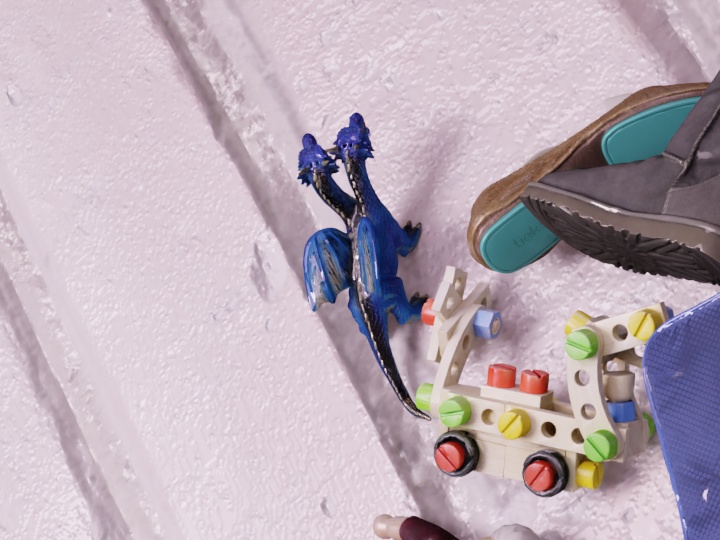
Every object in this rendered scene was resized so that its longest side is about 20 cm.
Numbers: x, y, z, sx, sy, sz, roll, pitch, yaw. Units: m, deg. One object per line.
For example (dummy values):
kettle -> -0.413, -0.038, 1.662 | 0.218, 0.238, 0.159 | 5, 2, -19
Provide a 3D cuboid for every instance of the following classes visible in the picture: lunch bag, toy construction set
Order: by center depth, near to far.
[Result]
lunch bag -> 0.258, 0.092, 1.299 | 0.136, 0.132, 0.201 | -30, 59, 38
toy construction set -> 0.106, 0.066, 1.424 | 0.199, 0.092, 0.132 | 15, 106, 42

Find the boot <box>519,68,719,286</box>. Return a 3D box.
boot -> 0.209, -0.093, 1.370 | 0.181, 0.073, 0.201 | 17, 72, 41

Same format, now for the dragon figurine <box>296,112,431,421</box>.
dragon figurine -> 0.000, 0.000, 1.509 | 0.059, 0.099, 0.201 | -14, 66, 27

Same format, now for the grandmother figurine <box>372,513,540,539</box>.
grandmother figurine -> 0.029, 0.208, 1.445 | 0.199, 0.060, 0.122 | -22, 71, 27

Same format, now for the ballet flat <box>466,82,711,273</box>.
ballet flat -> 0.151, -0.070, 1.462 | 0.199, 0.068, 0.072 | -33, 30, 8
